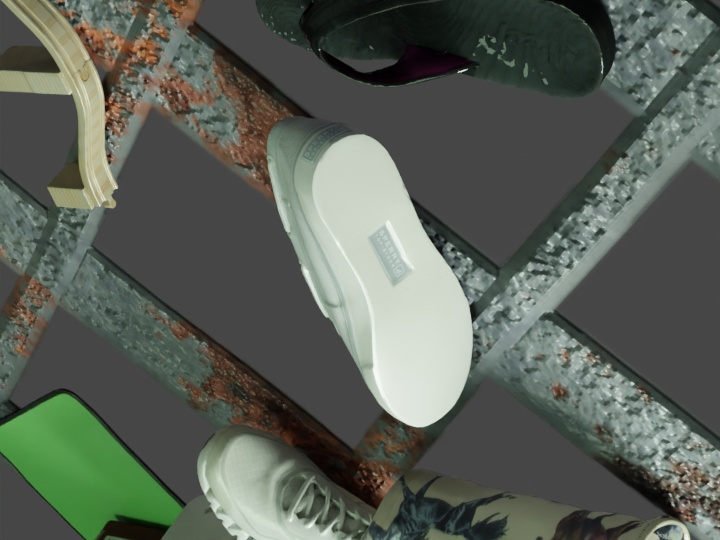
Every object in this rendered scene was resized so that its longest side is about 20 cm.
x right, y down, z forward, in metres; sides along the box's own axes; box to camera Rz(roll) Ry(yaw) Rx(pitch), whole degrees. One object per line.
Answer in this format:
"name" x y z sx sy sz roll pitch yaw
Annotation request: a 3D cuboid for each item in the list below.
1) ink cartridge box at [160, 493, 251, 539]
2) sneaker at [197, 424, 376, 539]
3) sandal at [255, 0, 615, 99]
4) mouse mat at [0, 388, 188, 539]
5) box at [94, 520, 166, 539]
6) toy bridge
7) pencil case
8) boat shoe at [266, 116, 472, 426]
"ink cartridge box" -0.040 0.242 1.464 0.200 0.084 0.145 48 144 -12
"sneaker" -0.015 0.165 1.362 0.200 0.075 0.081 41 152 -15
"sandal" 0.024 -0.118 1.033 0.200 0.048 0.075 12 137 33
"mouse mat" -0.181 0.172 1.583 0.200 0.008 0.161 48 145 -11
"box" -0.149 0.290 1.597 0.075 0.100 0.200 6 135 38
"toy bridge" -0.184 -0.115 1.247 0.067 0.027 0.200 5 133 37
"pencil case" 0.097 0.167 1.259 0.200 0.078 0.089 7 161 39
"boat shoe" 0.000 0.000 1.178 0.068 0.072 0.200 32 158 50
